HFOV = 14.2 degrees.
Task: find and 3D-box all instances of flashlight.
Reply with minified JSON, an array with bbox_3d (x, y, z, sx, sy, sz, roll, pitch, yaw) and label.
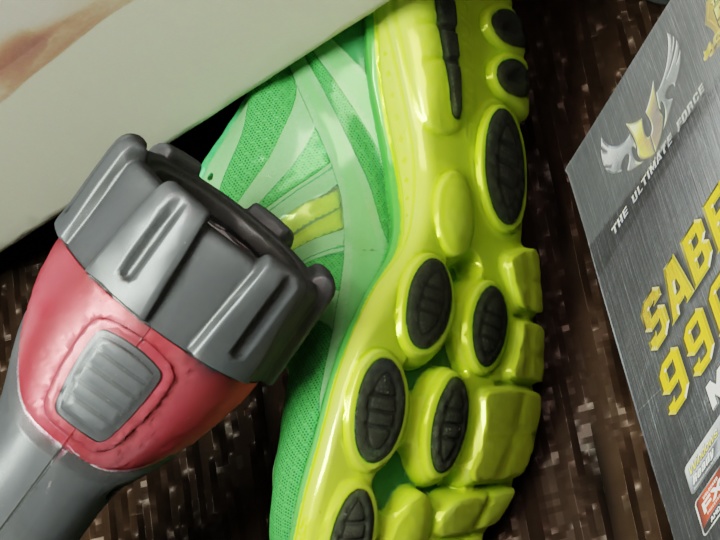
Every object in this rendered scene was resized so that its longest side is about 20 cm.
[{"bbox_3d":[-0.090,0.063,0.717,0.200,0.068,0.068,-53,47,10],"label":"flashlight"}]

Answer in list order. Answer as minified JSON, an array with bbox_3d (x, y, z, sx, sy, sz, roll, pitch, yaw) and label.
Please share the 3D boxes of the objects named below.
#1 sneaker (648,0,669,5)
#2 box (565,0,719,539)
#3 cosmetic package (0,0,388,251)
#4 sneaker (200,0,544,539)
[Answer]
[{"bbox_3d":[0.085,-0.180,0.834,0.066,0.091,0.201,-9,56,11],"label":"sneaker"},{"bbox_3d":[0.124,-0.044,0.650,0.048,0.200,0.159,17,34,-21],"label":"box"},{"bbox_3d":[-0.081,-0.090,0.783,0.200,0.087,0.104,-31,45,27],"label":"cosmetic package"},{"bbox_3d":[0.000,0.000,0.768,0.083,0.074,0.201,-19,54,37],"label":"sneaker"}]
